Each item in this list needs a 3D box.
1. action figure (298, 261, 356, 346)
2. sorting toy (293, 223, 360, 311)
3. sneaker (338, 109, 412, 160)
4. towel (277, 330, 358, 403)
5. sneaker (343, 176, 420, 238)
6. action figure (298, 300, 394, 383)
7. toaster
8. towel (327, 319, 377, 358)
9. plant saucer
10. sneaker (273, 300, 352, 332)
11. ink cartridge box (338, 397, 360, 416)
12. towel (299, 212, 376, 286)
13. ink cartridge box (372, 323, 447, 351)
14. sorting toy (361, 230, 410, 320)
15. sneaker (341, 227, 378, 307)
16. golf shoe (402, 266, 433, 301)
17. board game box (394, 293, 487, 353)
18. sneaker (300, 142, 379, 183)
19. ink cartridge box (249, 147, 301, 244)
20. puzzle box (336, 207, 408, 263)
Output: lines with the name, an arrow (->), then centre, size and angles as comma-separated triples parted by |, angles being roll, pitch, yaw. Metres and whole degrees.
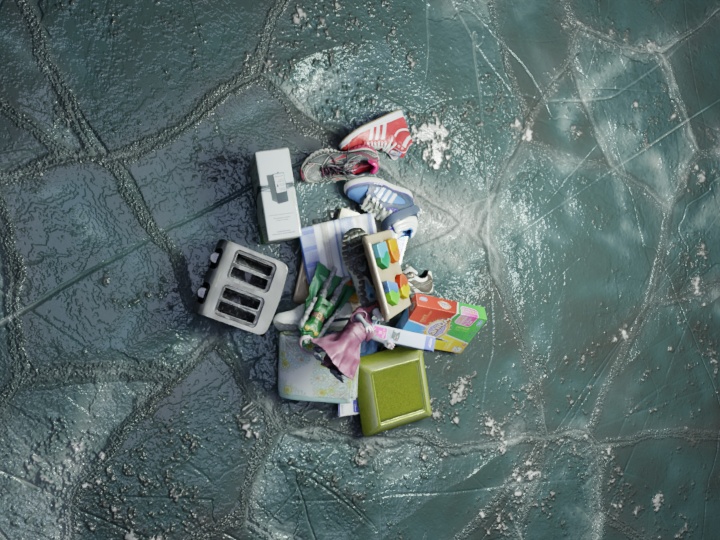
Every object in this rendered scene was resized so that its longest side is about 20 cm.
action figure -> -0.088, 0.089, 1.338 | 0.117, 0.055, 0.202 | 32, 63, -11
sorting toy -> -0.058, 0.002, 1.439 | 0.181, 0.036, 0.204 | 13, 97, -17
sneaker -> 0.047, -0.321, 1.479 | 0.198, 0.071, 0.114 | -29, 95, -18
towel -> -0.099, 0.232, 1.390 | 0.195, 0.048, 0.175 | 5, 111, -3
sneaker -> 0.055, -0.144, 1.451 | 0.196, 0.081, 0.149 | 10, 58, -23
action figure -> -0.017, 0.143, 1.295 | 0.201, 0.147, 0.135 | -53, 143, -23
toaster -> -0.271, 0.045, 1.348 | 0.197, 0.118, 0.184 | 22, 84, -17
towel -> -0.051, 0.171, 1.456 | 0.196, 0.048, 0.114 | 5, 88, -18
plant saucer -> 0.089, 0.302, 1.461 | 0.196, 0.048, 0.204 | -12, 96, -20
sneaker -> -0.114, 0.104, 1.389 | 0.196, 0.076, 0.082 | 0, 73, -24
ink cartridge box -> 0.029, 0.309, 1.488 | 0.196, 0.039, 0.102 | -3, 92, -20
towel -> -0.046, -0.050, 1.410 | 0.196, 0.024, 0.150 | -13, 99, -14
ink cartridge box -> 0.101, 0.164, 1.409 | 0.196, 0.119, 0.043 | 11, 83, -11
sorting toy -> 0.068, 0.004, 1.327 | 0.036, 0.200, 0.189 | -15, 93, 20
sneaker -> 0.000, 0.000, 1.376 | 0.077, 0.090, 0.204 | -12, 86, -6
golf shoe -> 0.097, 0.034, 1.476 | 0.196, 0.077, 0.097 | 1, 100, -28
board game box -> 0.202, 0.139, 1.493 | 0.196, 0.154, 0.041 | 11, 44, -17
sneaker -> -0.050, -0.256, 1.419 | 0.196, 0.075, 0.082 | -14, 127, 0
ink cartridge box -> -0.202, -0.170, 1.358 | 0.081, 0.146, 0.205 | -9, 91, -16
puzzle box -> 0.020, -0.064, 1.493 | 0.197, 0.025, 0.136 | 19, 84, -17
